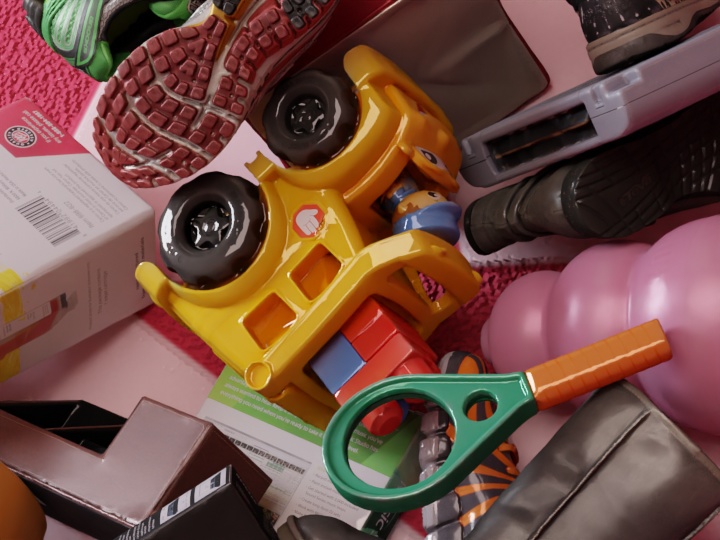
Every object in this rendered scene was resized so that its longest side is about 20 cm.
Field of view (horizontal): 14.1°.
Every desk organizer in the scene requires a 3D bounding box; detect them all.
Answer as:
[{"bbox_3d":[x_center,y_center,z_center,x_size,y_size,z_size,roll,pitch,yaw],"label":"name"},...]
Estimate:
[{"bbox_3d":[-0.151,0.115,1.740,0.200,0.072,0.077,18,68,47],"label":"desk organizer"}]

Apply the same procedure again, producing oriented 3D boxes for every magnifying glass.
[{"bbox_3d":[0.074,0.073,1.588,0.199,0.022,0.080,-21,52,0],"label":"magnifying glass"}]

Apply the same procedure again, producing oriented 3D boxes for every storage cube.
[{"bbox_3d":[-0.014,-0.167,1.814,0.200,0.171,0.180,-34,56,2],"label":"storage cube"}]

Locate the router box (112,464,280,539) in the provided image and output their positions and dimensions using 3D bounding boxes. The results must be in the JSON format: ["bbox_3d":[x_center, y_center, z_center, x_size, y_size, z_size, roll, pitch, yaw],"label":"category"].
[{"bbox_3d":[-0.084,0.235,1.623,0.157,0.052,0.200,-32,98,2],"label":"router box"}]

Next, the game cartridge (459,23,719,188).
[{"bbox_3d":[0.154,-0.101,1.698,0.133,0.200,0.042,-21,91,-27],"label":"game cartridge"}]

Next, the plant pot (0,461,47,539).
[{"bbox_3d":[-0.286,0.192,1.722,0.200,0.200,0.184,16,59,28],"label":"plant pot"}]

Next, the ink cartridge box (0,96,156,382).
[{"bbox_3d":[-0.249,-0.005,1.826,0.200,0.084,0.145,-28,52,-28],"label":"ink cartridge box"}]

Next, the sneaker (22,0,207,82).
[{"bbox_3d":[-0.103,-0.191,1.726,0.200,0.078,0.085,-46,63,8],"label":"sneaker"}]

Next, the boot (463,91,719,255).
[{"bbox_3d":[0.165,-0.062,1.735,0.200,0.068,0.131,-19,5,-31],"label":"boot"}]

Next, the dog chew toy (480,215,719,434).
[{"bbox_3d":[0.163,0.034,1.669,0.199,0.125,0.125,-4,61,28],"label":"dog chew toy"}]

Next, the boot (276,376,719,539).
[{"bbox_3d":[0.079,0.133,1.595,0.182,0.073,0.200,40,93,10],"label":"boot"}]

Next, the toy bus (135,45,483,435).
[{"bbox_3d":[0.000,0.000,1.687,0.200,0.136,0.192,-47,55,5],"label":"toy bus"}]

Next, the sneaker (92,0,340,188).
[{"bbox_3d":[-0.072,-0.122,1.678,0.200,0.082,0.078,-43,84,13],"label":"sneaker"}]

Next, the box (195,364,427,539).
[{"bbox_3d":[-0.059,0.153,1.740,0.144,0.036,0.200,22,74,30],"label":"box"}]

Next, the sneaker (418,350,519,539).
[{"bbox_3d":[0.094,0.141,1.669,0.112,0.078,0.201,-6,71,14],"label":"sneaker"}]

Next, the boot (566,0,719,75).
[{"bbox_3d":[0.149,-0.208,1.732,0.073,0.204,0.154,-24,98,20],"label":"boot"}]
